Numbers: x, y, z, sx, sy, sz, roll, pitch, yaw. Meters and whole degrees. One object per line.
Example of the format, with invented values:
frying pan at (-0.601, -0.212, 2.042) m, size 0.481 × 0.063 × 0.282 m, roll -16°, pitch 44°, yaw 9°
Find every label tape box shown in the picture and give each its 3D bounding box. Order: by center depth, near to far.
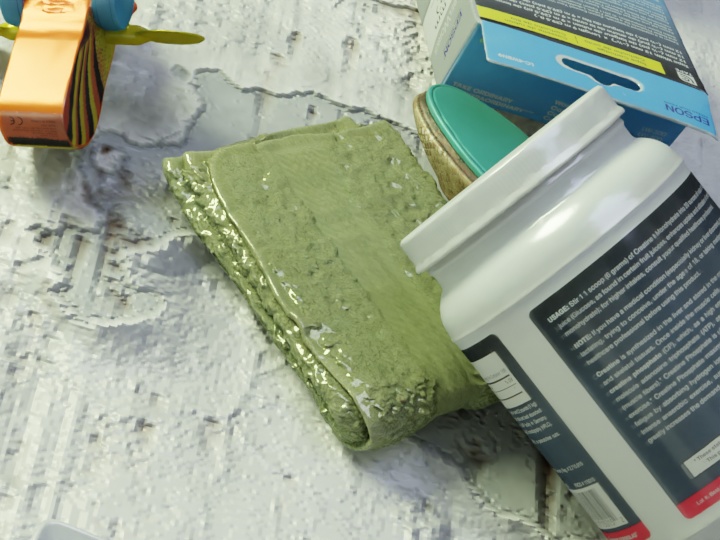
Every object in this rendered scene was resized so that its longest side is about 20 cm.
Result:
label tape box at (0.114, -0.124, 1.143) m, size 0.142 × 0.066 × 0.200 m, roll 16°, pitch 31°, yaw -14°

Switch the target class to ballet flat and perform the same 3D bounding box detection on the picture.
ballet flat at (0.095, -0.020, 1.062) m, size 0.200 × 0.065 × 0.070 m, roll 42°, pitch 39°, yaw 22°

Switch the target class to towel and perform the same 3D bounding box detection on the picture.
towel at (0.000, 0.000, 1.019) m, size 0.148 × 0.037 × 0.200 m, roll -15°, pitch 56°, yaw -37°

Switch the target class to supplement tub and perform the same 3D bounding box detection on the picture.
supplement tub at (0.127, 0.028, 0.939) m, size 0.200 × 0.140 × 0.140 m, roll 52°, pitch 45°, yaw -1°

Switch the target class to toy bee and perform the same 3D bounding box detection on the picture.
toy bee at (-0.140, -0.142, 1.049) m, size 0.130 × 0.109 × 0.201 m, roll 23°, pitch 72°, yaw 16°

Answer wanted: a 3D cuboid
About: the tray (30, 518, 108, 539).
tray at (-0.060, 0.183, 0.822) m, size 0.199 × 0.022 × 0.108 m, roll 23°, pitch 44°, yaw -4°
